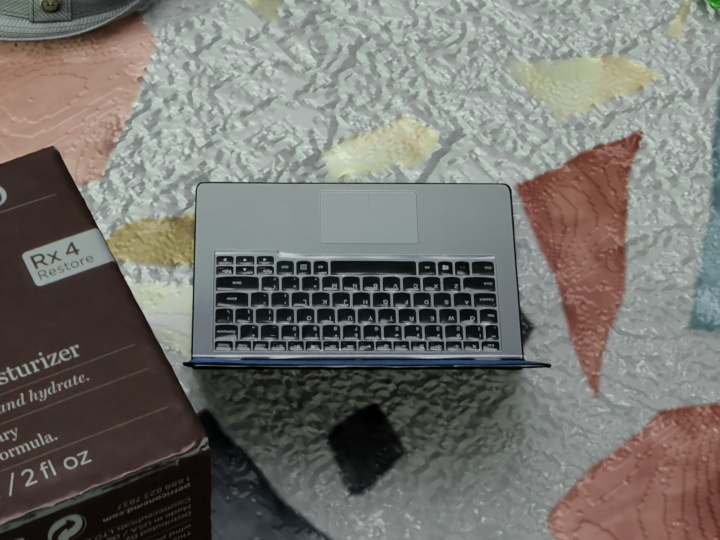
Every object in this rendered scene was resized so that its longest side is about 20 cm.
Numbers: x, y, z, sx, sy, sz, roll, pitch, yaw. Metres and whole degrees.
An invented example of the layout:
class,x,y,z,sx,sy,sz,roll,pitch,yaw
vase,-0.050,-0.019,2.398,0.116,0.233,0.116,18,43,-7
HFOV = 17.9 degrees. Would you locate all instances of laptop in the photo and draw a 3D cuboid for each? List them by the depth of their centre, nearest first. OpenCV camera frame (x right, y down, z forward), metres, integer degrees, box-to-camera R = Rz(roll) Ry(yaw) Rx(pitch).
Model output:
class,x,y,z,sx,sy,sz,roll,pitch,yaw
laptop,0.000,0.000,1.238,0.186,0.116,0.201,1,54,-3

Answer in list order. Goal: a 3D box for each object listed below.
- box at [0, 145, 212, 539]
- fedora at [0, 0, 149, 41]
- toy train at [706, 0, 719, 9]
class,x,y,z,sx,sy,sz,roll,pitch,yaw
box,-0.185,0.083,1.140,0.165,0.165,0.201,-21,57,-16
fedora,-0.204,-0.232,1.411,0.198,0.091,0.178,4,54,1
toy train,0.304,-0.198,1.441,0.198,0.042,0.057,-3,45,-5
